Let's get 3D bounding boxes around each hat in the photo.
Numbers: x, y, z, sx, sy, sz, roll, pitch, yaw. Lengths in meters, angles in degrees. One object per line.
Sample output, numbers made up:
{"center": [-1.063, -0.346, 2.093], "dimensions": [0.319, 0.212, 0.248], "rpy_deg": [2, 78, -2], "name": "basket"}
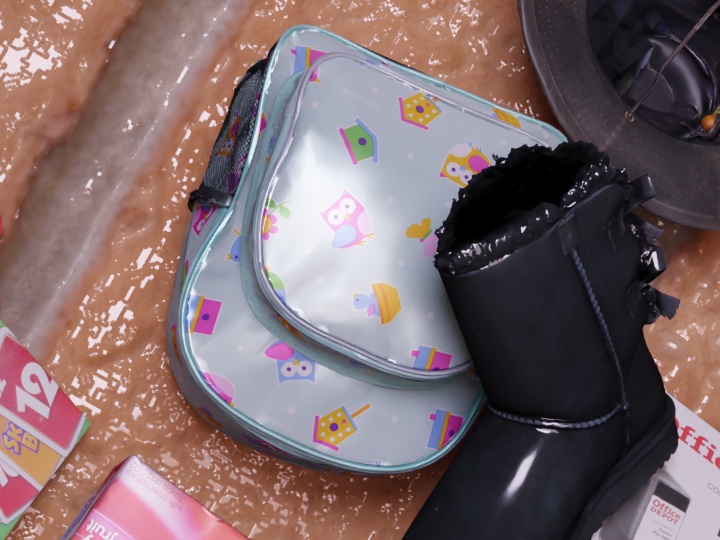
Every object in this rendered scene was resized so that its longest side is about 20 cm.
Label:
{"center": [0.153, -0.115, 1.102], "dimensions": [0.200, 0.081, 0.201], "rpy_deg": [2, 84, -24], "name": "hat"}

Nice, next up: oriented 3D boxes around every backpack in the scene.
{"center": [0.000, 0.000, 1.030], "dimensions": [0.176, 0.153, 0.200], "rpy_deg": [23, 86, -12], "name": "backpack"}

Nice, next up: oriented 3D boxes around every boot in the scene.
{"center": [0.066, 0.050, 0.933], "dimensions": [0.198, 0.073, 0.163], "rpy_deg": [-40, 128, -33], "name": "boot"}

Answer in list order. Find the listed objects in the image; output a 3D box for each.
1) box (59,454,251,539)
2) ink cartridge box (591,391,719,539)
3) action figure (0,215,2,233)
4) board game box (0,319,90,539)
{"center": [-0.062, 0.186, 1.019], "dimensions": [0.200, 0.095, 0.100], "rpy_deg": [37, 78, -4], "name": "box"}
{"center": [0.138, 0.169, 1.014], "dimensions": [0.147, 0.083, 0.200], "rpy_deg": [37, 45, -4], "name": "ink cartridge box"}
{"center": [-0.230, -0.064, 1.049], "dimensions": [0.065, 0.052, 0.200], "rpy_deg": [-29, 91, -16], "name": "action figure"}
{"center": [-0.217, 0.035, 0.995], "dimensions": [0.200, 0.030, 0.096], "rpy_deg": [50, 51, -20], "name": "board game box"}
